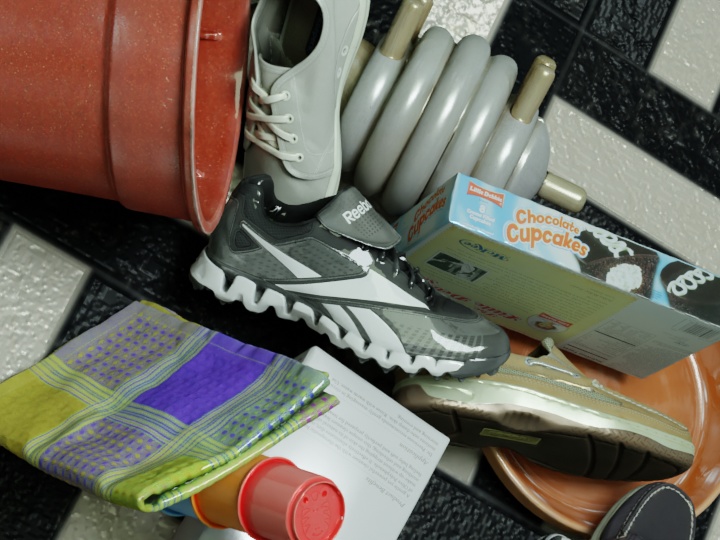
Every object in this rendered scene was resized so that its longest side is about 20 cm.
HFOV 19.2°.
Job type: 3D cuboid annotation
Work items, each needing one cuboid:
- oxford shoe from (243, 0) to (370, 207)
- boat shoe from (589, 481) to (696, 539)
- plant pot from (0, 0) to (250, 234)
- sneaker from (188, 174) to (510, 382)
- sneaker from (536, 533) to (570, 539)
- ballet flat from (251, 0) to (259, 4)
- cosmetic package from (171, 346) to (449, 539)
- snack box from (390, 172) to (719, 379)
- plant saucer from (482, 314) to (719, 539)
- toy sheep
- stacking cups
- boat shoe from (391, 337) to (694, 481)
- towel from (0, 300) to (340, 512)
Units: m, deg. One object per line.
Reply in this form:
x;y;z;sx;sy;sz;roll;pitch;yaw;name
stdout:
-0.045;-0.096;1.296;0.058;0.075;0.200;-15;124;-52;oxford shoe
0.166;0.201;1.285;0.072;0.065;0.200;45;48;-8;boat shoe
-0.173;-0.129;1.213;0.195;0.201;0.201;5;72;4;plant pot
0.000;0.000;1.264;0.200;0.066;0.091;21;111;9;sneaker
0.130;0.271;1.310;0.115;0.075;0.200;29;66;-16;sneaker
-0.074;-0.177;1.358;0.200;0.072;0.072;-17;83;-26;ballet flat
-0.046;0.159;1.259;0.108;0.085;0.200;36;66;-9;cosmetic package
0.121;0.006;1.319;0.200;0.116;0.037;21;66;-17;snack box
0.160;0.079;1.397;0.200;0.032;0.200;7;73;-21;plant saucer
0.054;-0.091;1.343;0.200;0.138;0.138;28;66;4;toy sheep
-0.086;0.119;1.189;0.060;0.200;0.061;-12;108;-40;stacking cups
0.118;0.077;1.329;0.200;0.072;0.076;16;58;-18;boat shoe
-0.122;0.073;1.203;0.144;0.200;0.023;-30;119;-27;towel
